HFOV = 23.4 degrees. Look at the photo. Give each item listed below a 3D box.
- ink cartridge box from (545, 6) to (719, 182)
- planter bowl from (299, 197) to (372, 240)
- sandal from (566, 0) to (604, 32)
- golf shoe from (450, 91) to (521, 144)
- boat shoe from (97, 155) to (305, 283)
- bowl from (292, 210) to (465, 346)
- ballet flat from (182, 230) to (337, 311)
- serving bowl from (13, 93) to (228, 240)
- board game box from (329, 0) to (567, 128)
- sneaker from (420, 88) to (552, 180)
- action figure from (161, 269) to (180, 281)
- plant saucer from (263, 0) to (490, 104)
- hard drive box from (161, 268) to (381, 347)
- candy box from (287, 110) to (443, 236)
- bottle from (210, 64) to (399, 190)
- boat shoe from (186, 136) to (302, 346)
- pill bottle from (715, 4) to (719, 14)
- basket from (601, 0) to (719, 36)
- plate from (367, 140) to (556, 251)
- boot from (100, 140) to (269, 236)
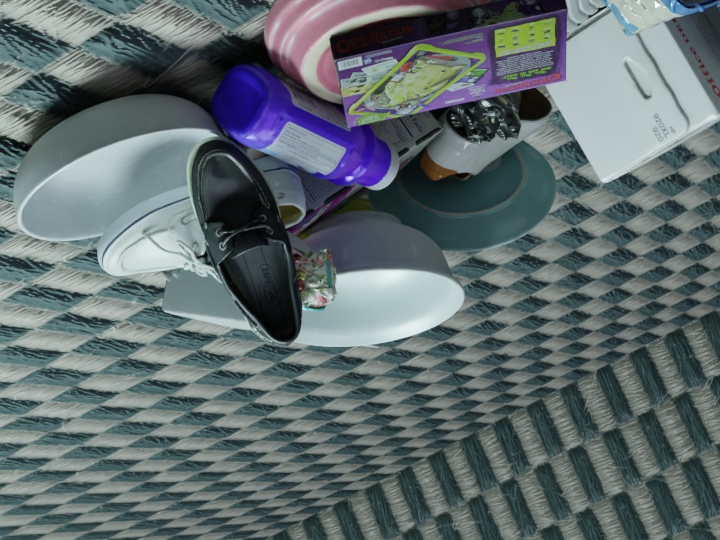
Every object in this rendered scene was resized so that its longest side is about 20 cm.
[{"bbox_3d":[0.297,-0.199,1.728,0.145,0.147,0.200,-33,176,34],"label":"ink cartridge box"},{"bbox_3d":[-0.019,-0.039,1.928,0.200,0.084,0.200,9,176,1],"label":"planter bowl"},{"bbox_3d":[0.196,-0.271,1.616,0.203,0.050,0.082,-40,142,2],"label":"sandal"},{"bbox_3d":[0.101,-0.210,1.661,0.078,0.095,0.200,1,149,25],"label":"golf shoe"},{"bbox_3d":[-0.141,-0.027,1.583,0.202,0.086,0.075,-21,143,1],"label":"boat shoe"},{"bbox_3d":[0.000,0.000,1.746,0.200,0.091,0.201,-6,156,-3],"label":"bowl"},{"bbox_3d":[-0.104,-0.018,1.641,0.200,0.064,0.076,17,-164,25],"label":"ballet flat"},{"bbox_3d":[-0.220,-0.101,1.545,0.200,0.066,0.200,-22,164,-7],"label":"serving bowl"},{"bbox_3d":[0.078,-0.181,1.491,0.199,0.032,0.120,-12,151,0],"label":"board game box"},{"bbox_3d":[0.125,-0.146,1.816,0.200,0.073,0.085,-25,157,-49],"label":"sneaker"},{"bbox_3d":[-0.122,-0.054,1.832,0.200,0.055,0.118,-29,-177,8],"label":"action figure"},{"bbox_3d":[0.018,-0.204,1.506,0.200,0.051,0.201,-11,155,-5],"label":"plant saucer"},{"bbox_3d":[-0.093,0.030,1.925,0.200,0.077,0.156,6,174,29],"label":"hard drive box"},{"bbox_3d":[-0.029,-0.096,1.724,0.200,0.061,0.136,-33,177,-24],"label":"candy box"},{"bbox_3d":[-0.043,-0.123,1.573,0.200,0.084,0.065,22,104,-48],"label":"bottle"},{"bbox_3d":[-0.097,-0.020,1.522,0.074,0.200,0.066,-17,-158,-8],"label":"boat shoe"},{"bbox_3d":[0.391,-0.263,1.641,0.109,0.200,0.109,-21,163,-7],"label":"pill bottle"},{"bbox_3d":[0.265,-0.298,1.428,0.139,0.177,0.200,-32,-177,-26],"label":"basket"},{"bbox_3d":[0.106,-0.096,1.829,0.200,0.200,0.026,-19,135,-14],"label":"plate"},{"bbox_3d":[-0.140,-0.096,1.673,0.200,0.064,0.186,-31,176,34],"label":"boot"}]
